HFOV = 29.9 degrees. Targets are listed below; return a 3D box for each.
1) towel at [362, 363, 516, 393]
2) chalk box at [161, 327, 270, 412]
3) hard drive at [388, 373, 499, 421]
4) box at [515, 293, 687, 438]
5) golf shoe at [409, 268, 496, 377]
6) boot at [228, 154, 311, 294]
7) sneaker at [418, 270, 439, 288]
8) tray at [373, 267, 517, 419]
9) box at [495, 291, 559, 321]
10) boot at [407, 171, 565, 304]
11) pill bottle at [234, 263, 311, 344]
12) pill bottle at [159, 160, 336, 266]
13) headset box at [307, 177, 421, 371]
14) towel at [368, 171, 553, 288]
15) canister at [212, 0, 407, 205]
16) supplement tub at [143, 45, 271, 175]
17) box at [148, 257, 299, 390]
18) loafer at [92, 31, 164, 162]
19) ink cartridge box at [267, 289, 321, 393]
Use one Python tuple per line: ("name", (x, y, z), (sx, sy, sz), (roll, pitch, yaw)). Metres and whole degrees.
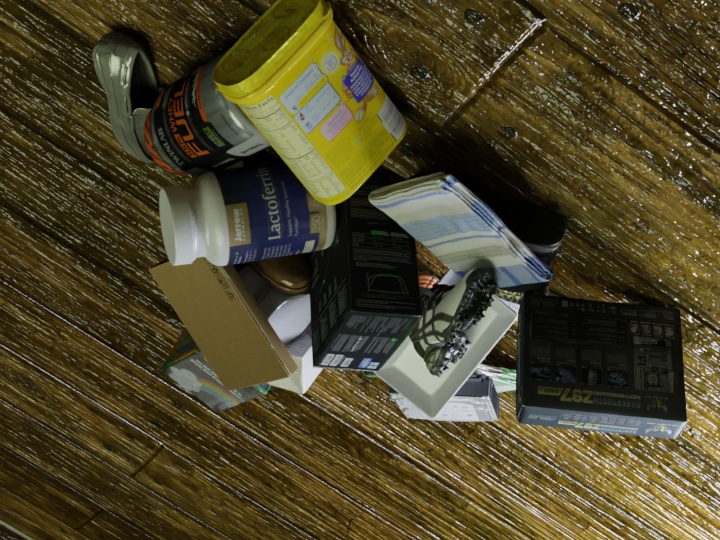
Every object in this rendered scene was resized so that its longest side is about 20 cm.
("towel", (0.126, 0.151, 1.893), (0.199, 0.024, 0.152), (14, 161, -37))
("chalk box", (-0.189, 0.117, 2.062), (0.124, 0.124, 0.200), (40, 145, -18))
("hard drive", (0.120, 0.178, 1.887), (0.139, 0.038, 0.200), (1, 164, 9))
("box", (0.289, 0.115, 1.633), (0.198, 0.159, 0.051), (5, 147, 0))
("golf shoe", (0.099, 0.048, 1.651), (0.095, 0.078, 0.200), (47, 145, 18))
("boot", (-0.120, -0.063, 1.740), (0.201, 0.073, 0.076), (58, 143, 16))
("sneaker", (0.095, 0.047, 1.824), (0.092, 0.076, 0.200), (35, 172, 46))
("tray", (0.109, 0.091, 1.746), (0.107, 0.022, 0.200), (39, 119, 5))
("box", (0.263, 0.064, 1.737), (0.199, 0.042, 0.039), (23, 148, 5))
("boot", (0.147, -0.034, 1.654), (0.202, 0.074, 0.154), (19, 150, 15))
("pill bottle", (-0.154, 0.006, 1.811), (0.200, 0.119, 0.120), (43, 157, 30))
("pill bottle", (-0.138, -0.068, 1.636), (0.199, 0.116, 0.116), (-10, 152, -16))
("headset box", (0.000, 0.000, 1.693), (0.092, 0.201, 0.174), (5, 151, -17))
("towel", (0.115, -0.040, 1.570), (0.200, 0.024, 0.146), (40, 152, -27))
("canister", (-0.051, -0.189, 1.508), (0.086, 0.149, 0.200), (28, 162, 52))
("supplement tub", (-0.169, -0.186, 1.617), (0.122, 0.123, 0.199), (42, 145, -23))
("box", (-0.181, 0.062, 1.757), (0.163, 0.021, 0.201), (-17, 109, 52))
("loafer", (-0.281, -0.211, 1.712), (0.069, 0.070, 0.201), (20, 147, 26))
("ink cartridge box", (-0.087, 0.075, 1.881), (0.116, 0.200, 0.068), (13, 127, 20))
